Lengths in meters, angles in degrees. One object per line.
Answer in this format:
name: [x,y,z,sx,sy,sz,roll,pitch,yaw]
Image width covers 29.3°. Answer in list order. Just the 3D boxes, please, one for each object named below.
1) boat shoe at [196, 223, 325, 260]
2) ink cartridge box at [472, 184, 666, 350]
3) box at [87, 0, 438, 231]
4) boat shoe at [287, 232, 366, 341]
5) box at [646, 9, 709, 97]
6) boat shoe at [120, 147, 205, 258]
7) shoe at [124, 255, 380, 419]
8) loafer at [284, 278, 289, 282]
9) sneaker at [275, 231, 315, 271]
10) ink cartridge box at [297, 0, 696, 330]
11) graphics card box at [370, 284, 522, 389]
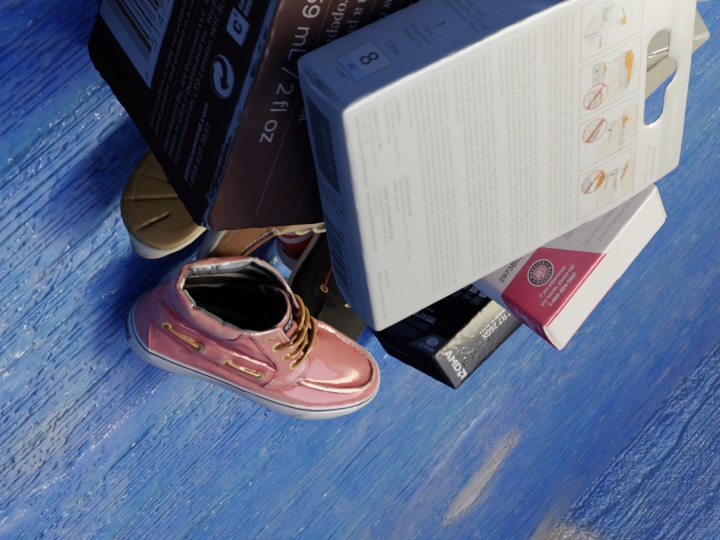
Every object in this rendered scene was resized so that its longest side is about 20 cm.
boat shoe: [-0.038,-0.055,0.925,0.200,0.072,0.076,-44,-168,31]
ink cartridge box: [0.128,-0.056,1.141,0.145,0.200,0.084,-51,156,-1]
box: [-0.009,-0.138,0.717,0.199,0.164,0.166,-5,133,-34]
boat shoe: [-0.002,0.000,1.011,0.073,0.063,0.202,-10,141,-31]
box: [0.202,-0.171,1.152,0.068,0.082,0.200,-21,166,-23]
boat shoe: [-0.079,-0.091,0.859,0.200,0.072,0.065,-55,-179,-16]
shoe: [-0.058,0.049,0.962,0.091,0.199,0.072,-35,-136,52]
loafer: [-0.080,0.044,1.066,0.072,0.063,0.200,-59,157,19]
sneaker: [0.014,-0.087,1.032,0.200,0.078,0.116,-47,159,-16]
ink cartridge box: [0.072,-0.074,0.679,0.199,0.047,0.160,-28,142,-15]
graphics card box: [0.115,0.015,1.314,0.200,0.125,0.051,-42,121,-16]
